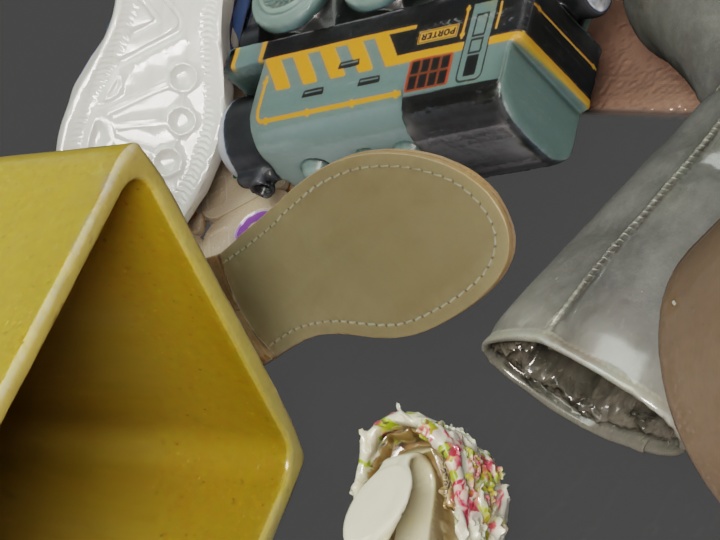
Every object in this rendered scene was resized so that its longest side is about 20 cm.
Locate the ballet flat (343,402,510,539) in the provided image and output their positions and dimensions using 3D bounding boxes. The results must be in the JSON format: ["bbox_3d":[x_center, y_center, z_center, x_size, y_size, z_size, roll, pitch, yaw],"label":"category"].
[{"bbox_3d":[0.011,0.131,0.726,0.076,0.064,0.200,-20,40,23],"label":"ballet flat"}]

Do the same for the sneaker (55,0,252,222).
[{"bbox_3d":[-0.096,-0.096,1.052,0.080,0.146,0.200,11,89,2],"label":"sneaker"}]

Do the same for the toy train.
[{"bbox_3d":[0.019,-0.092,0.930,0.200,0.085,0.114,-7,55,36],"label":"toy train"}]

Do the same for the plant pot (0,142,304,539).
[{"bbox_3d":[-0.168,0.081,0.790,0.200,0.196,0.194,4,51,26],"label":"plant pot"}]

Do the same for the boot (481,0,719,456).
[{"bbox_3d":[0.119,-0.034,0.818,0.200,0.073,0.182,-52,37,-10],"label":"boot"}]

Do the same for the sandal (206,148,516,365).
[{"bbox_3d":[-0.002,-0.005,0.887,0.212,0.078,0.070,-24,0,41],"label":"sandal"}]

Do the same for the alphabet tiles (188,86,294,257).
[{"bbox_3d":[-0.034,-0.051,1.008,0.195,0.015,0.200,-28,36,15],"label":"alphabet tiles"}]

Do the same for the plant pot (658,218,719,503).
[{"bbox_3d":[0.190,0.013,0.621,0.175,0.200,0.200,-31,31,44],"label":"plant pot"}]
